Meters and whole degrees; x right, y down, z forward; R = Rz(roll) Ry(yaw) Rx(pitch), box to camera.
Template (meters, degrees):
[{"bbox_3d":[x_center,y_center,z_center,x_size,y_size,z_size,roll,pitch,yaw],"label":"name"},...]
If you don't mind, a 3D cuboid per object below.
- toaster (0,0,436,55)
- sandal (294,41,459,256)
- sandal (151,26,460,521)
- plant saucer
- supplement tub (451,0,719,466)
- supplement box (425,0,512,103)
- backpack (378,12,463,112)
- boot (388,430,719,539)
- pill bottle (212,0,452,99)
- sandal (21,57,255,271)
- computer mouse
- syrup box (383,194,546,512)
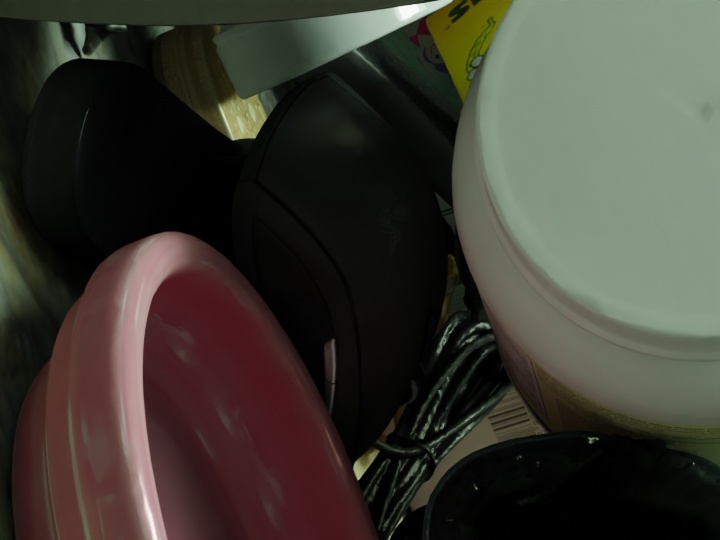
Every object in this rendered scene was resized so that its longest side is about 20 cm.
[{"bbox_3d":[-0.032,-0.156,0.832,0.119,0.180,0.202,-26,115,-64],"label":"toaster"},{"bbox_3d":[0.005,-0.053,1.081,0.200,0.043,0.076,43,13,-8],"label":"sandal"},{"bbox_3d":[-0.001,0.002,1.026,0.078,0.069,0.213,-71,140,-68],"label":"sandal"},{"bbox_3d":[-0.041,0.091,0.801,0.200,0.051,0.202,-19,90,-76],"label":"plant saucer"},{"bbox_3d":[0.103,-0.017,0.862,0.200,0.144,0.146,64,10,-74],"label":"supplement tub"},{"bbox_3d":[0.130,-0.034,1.054,0.200,0.109,0.110,49,9,-25],"label":"supplement box"},{"bbox_3d":[0.078,-0.129,1.181,0.200,0.150,0.178,44,22,-16],"label":"backpack"},{"bbox_3d":[0.105,0.106,0.885,0.168,0.199,0.077,127,-23,-77],"label":"boot"},{"bbox_3d":[-0.046,-0.165,0.965,0.201,0.111,0.112,65,15,-5],"label":"pill bottle"},{"bbox_3d":[-0.039,-0.011,0.904,0.200,0.043,0.077,21,77,-65],"label":"sandal"},{"bbox_3d":[0.020,0.004,0.935,0.141,0.046,0.201,-53,148,-37],"label":"computer mouse"},{"bbox_3d":[0.057,0.025,1.192,0.200,0.081,0.079,-75,144,-64],"label":"syrup box"}]
